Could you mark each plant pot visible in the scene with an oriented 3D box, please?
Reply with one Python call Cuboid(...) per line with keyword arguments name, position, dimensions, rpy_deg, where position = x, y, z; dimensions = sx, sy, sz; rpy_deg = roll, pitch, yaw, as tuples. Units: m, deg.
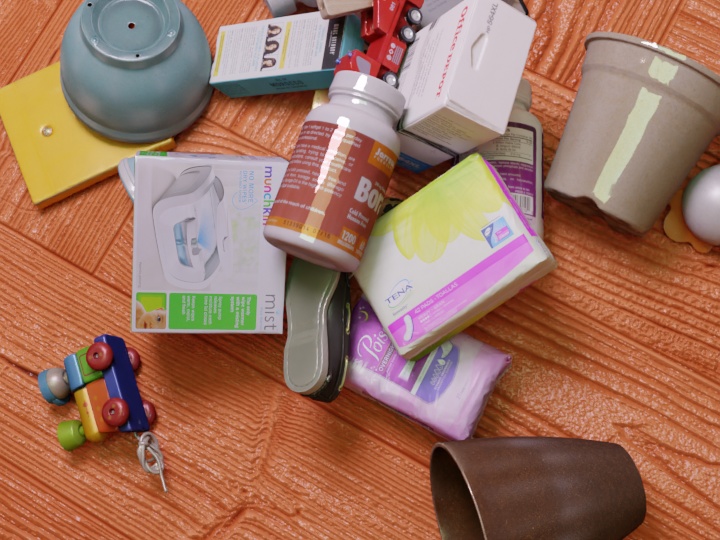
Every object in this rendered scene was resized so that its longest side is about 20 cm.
Cuboid(name="plant pot", position=(0.199, 0.256, 1.099), dimensions=(0.199, 0.187, 0.188), rpy_deg=(-12, 75, -12))
Cuboid(name="plant pot", position=(0.312, -0.147, 1.176), dimensions=(0.200, 0.200, 0.184), rpy_deg=(27, 93, 12))
Cuboid(name="plant pot", position=(-0.282, -0.279, 1.265), dimensions=(0.199, 0.134, 0.201), rpy_deg=(3, 70, -8))

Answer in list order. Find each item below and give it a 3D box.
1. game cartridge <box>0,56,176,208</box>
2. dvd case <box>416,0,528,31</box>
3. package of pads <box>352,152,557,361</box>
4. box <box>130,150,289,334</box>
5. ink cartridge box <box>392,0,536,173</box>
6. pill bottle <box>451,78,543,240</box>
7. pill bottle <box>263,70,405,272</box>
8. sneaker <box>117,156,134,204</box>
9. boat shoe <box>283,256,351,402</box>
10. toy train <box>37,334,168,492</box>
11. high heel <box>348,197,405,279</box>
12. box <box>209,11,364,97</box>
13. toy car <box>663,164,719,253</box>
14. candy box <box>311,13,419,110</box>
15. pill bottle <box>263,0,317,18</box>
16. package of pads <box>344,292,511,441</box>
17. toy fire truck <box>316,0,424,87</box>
Cuboid(name="game cartridge", position=(-0.365, -0.199, 1.336), dimensions=(0.199, 0.032, 0.177), rpy_deg=(-24, 75, -2))
Cuboid(name="dvd case", position=(0.110, -0.376, 1.270), dimensions=(0.142, 0.018, 0.201), rpy_deg=(-34, 102, -13))
Cuboid(name="package of pads", position=(0.092, -0.017, 1.122), dimensions=(0.200, 0.068, 0.155), rpy_deg=(-35, 69, 15))
Cuboid(name="box", position=(-0.174, -0.033, 1.171), dimensions=(0.175, 0.097, 0.201), rpy_deg=(2, 100, -11))
Cuboid(name="ink cartridge box", position=(0.099, -0.209, 1.159), dimensions=(0.084, 0.200, 0.147), rpy_deg=(24, 74, -21))
Cuboid(name="pill bottle", position=(0.164, -0.127, 1.214), dimensions=(0.112, 0.112, 0.201), rpy_deg=(1, 76, 7))
Cuboid(name="pill bottle", position=(-0.022, -0.108, 1.103), dimensions=(0.112, 0.112, 0.201), rpy_deg=(19, 83, 10))
Cuboid(name="sneaker", position=(-0.204, -0.086, 1.266), dimensions=(0.130, 0.080, 0.200), rpy_deg=(-37, 85, -1))
Cuboid(name="boat shoe", position=(-0.044, 0.050, 1.157), dimensions=(0.071, 0.061, 0.202), rpy_deg=(-10, 62, 32))
Cuboid(name="toy train", position=(-0.311, 0.189, 1.215), dimensions=(0.115, 0.085, 0.201), rpy_deg=(-23, 75, 11))
Cuboid(name="high heel", position=(0.000, 0.000, 1.221), dimensions=(0.142, 0.071, 0.201), rpy_deg=(5, 68, 14))
Cuboid(name="box", position=(-0.093, -0.271, 1.271), dimensions=(0.199, 0.049, 0.083), rpy_deg=(1, 76, 31))
Cuboid(name="toy car", position=(0.452, -0.068, 1.167), dimensions=(0.200, 0.184, 0.177), rpy_deg=(-27, 97, 39))
Cuboid(name="candy box", position=(0.007, -0.244, 1.289), dimensions=(0.116, 0.056, 0.201), rpy_deg=(9, 79, 9))
Cuboid(name="pill bottle", position=(-0.043, -0.410, 1.305), dimensions=(0.199, 0.110, 0.110), rpy_deg=(-29, 75, -1))
Cuboid(name="package of pads", position=(0.066, 0.112, 1.188), dimensions=(0.199, 0.076, 0.121), rpy_deg=(27, 78, 12))
Cuboid(name="toy fire truck", position=(0.000, -0.309, 1.187), dimensions=(0.141, 0.049, 0.201), rpy_deg=(28, 73, -23))
